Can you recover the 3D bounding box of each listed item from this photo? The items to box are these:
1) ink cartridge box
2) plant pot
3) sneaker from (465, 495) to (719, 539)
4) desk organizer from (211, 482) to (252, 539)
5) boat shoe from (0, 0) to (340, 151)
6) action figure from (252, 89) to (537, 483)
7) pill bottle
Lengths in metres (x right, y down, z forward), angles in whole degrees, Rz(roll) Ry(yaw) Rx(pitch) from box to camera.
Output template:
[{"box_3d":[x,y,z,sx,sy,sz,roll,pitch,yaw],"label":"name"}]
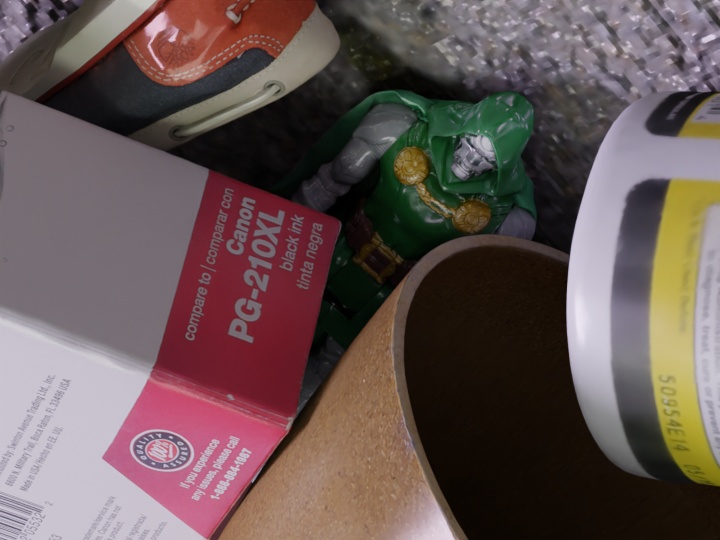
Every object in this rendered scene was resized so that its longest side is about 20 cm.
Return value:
[{"box_3d":[-0.128,0.015,0.839,0.200,0.084,0.145,21,143,-11],"label":"ink cartridge box"},{"box_3d":[0.020,0.123,0.837,0.186,0.187,0.200,39,121,-12],"label":"plant pot"},{"box_3d":[0.110,0.096,0.921,0.200,0.078,0.087,18,122,9],"label":"sneaker"},{"box_3d":[-0.130,0.072,1.014,0.199,0.077,0.072,15,159,3],"label":"desk organizer"},{"box_3d":[-0.086,-0.049,0.871,0.063,0.071,0.200,40,136,-18],"label":"boat shoe"},{"box_3d":[0.000,0.000,0.886,0.118,0.055,0.200,36,136,-5],"label":"action figure"},{"box_3d":[0.168,0.010,0.742,0.200,0.114,0.114,4,135,28],"label":"pill bottle"}]
